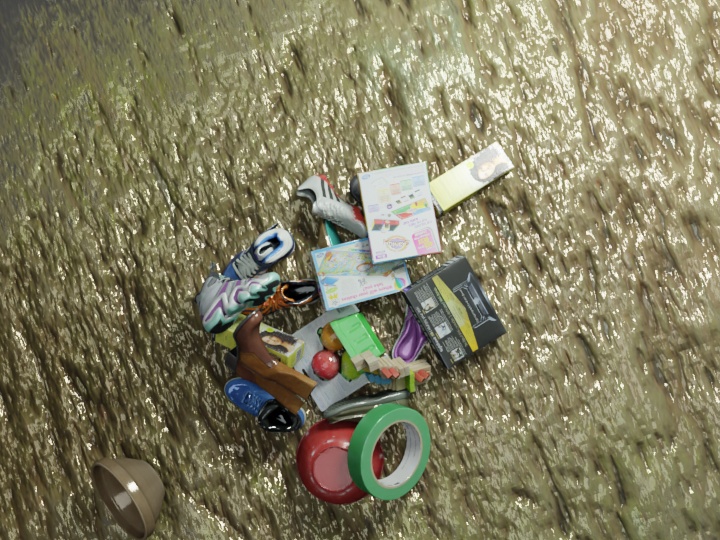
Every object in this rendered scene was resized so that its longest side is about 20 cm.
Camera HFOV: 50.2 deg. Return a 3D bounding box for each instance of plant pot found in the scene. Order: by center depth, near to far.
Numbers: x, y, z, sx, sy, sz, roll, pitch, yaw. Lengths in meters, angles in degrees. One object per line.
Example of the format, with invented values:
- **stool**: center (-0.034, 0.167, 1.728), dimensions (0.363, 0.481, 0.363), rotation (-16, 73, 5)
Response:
- **plant pot**: center (-0.499, 0.488, 1.702), dimensions (0.093, 0.201, 0.201), rotation (-31, 83, -39)

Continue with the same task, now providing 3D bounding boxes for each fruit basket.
- **fruit basket**: center (-0.053, 0.188, 1.726), dimensions (0.200, 0.094, 0.185), rotation (-35, 84, 17)

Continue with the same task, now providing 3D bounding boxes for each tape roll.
- **tape roll**: center (0.064, 0.387, 1.648), dimensions (0.200, 0.048, 0.201), rotation (-6, 99, -38)

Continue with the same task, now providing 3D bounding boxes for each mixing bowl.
- **mixing bowl**: center (-0.050, 0.425, 1.687), dimensions (0.200, 0.108, 0.200), rotation (0, 87, 3)

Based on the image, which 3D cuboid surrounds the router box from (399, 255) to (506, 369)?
- **router box**: center (0.204, 0.090, 1.687), dimensions (0.157, 0.052, 0.200), rotation (-30, 98, -8)

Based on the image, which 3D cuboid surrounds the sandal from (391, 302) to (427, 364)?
- **sandal**: center (0.130, 0.123, 1.723), dimensions (0.082, 0.050, 0.203), rotation (18, 87, 5)

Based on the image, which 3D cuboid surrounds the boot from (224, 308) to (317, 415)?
- **boot**: center (-0.181, 0.194, 1.615), dimensions (0.200, 0.068, 0.188), rotation (33, 121, 11)

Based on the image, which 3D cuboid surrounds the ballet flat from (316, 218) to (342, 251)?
- **ballet flat**: center (-0.060, -0.017, 1.747), dimensions (0.072, 0.068, 0.200), rotation (-30, 88, 21)

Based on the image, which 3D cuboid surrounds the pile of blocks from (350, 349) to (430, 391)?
- **pile of blocks**: center (0.072, 0.229, 1.664), dimensions (0.200, 0.062, 0.082), rotation (12, 105, -27)

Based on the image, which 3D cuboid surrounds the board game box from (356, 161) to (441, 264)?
- **board game box**: center (0.083, -0.123, 1.662), dimensions (0.153, 0.040, 0.200), rotation (-9, 88, -1)

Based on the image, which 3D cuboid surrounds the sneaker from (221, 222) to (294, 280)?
- **sneaker**: center (-0.238, -0.026, 1.711), dimensions (0.200, 0.146, 0.081), rotation (-33, 84, 1)

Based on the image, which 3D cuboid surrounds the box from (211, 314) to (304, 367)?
- **box**: center (-0.229, 0.156, 1.709), dimensions (0.200, 0.075, 0.050), rotation (20, 122, 18)

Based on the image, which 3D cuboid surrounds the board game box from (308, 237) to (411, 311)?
- **board game box**: center (0.000, 0.000, 1.688), dimensions (0.200, 0.034, 0.135), rotation (-14, 89, -14)

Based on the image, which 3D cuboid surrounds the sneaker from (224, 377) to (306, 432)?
- **sneaker**: center (-0.219, 0.298, 1.705), dimensions (0.200, 0.111, 0.077), rotation (28, 89, 6)

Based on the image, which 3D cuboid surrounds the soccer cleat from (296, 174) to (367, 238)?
- **soccer cleat**: center (-0.062, -0.135, 1.723), dimensions (0.085, 0.069, 0.200), rotation (-32, 67, -27)

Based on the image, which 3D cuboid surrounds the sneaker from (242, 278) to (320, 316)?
- **sneaker**: center (-0.186, 0.054, 1.719), dimensions (0.200, 0.112, 0.078), rotation (-15, 85, 3)

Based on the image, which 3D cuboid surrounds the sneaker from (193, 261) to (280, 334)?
- **sneaker**: center (-0.282, 0.030, 1.675), dimensions (0.200, 0.078, 0.140), rotation (-35, 66, 5)

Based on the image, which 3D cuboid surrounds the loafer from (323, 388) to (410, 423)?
- **loafer**: center (0.018, 0.312, 1.694), dimensions (0.200, 0.075, 0.070), rotation (-10, 92, -10)

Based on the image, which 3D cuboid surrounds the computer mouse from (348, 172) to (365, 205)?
- **computer mouse**: center (0.048, -0.124, 1.751), dimensions (0.200, 0.046, 0.140), rotation (28, 84, -6)

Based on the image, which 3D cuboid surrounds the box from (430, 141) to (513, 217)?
- **box**: center (0.238, -0.204, 1.722), dimensions (0.200, 0.050, 0.075), rotation (-33, 84, -4)
